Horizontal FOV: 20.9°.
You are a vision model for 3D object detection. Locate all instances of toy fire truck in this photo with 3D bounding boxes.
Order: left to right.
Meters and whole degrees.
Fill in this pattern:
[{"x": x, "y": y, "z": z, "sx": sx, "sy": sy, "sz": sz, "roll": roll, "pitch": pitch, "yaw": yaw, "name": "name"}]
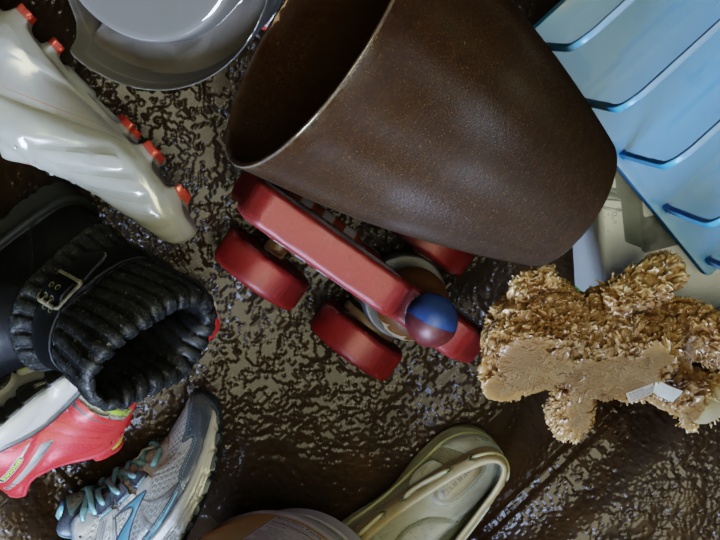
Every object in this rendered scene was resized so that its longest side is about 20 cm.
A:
[{"x": 0.000, "y": 0.000, "z": 1.264, "sx": 0.199, "sy": 0.168, "sz": 0.112, "roll": 36, "pitch": 94, "yaw": -13, "name": "toy fire truck"}]

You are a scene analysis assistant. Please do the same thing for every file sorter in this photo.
[{"x": 0.221, "y": -0.109, "z": 1.216, "sx": 0.139, "sy": 0.123, "sz": 0.200, "roll": -41, "pitch": 102, "yaw": -1, "name": "file sorter"}]

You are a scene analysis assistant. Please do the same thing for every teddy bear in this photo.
[{"x": 0.167, "y": 0.048, "z": 1.264, "sx": 0.198, "sy": 0.067, "sz": 0.146, "roll": -4, "pitch": 132, "yaw": -8, "name": "teddy bear"}]

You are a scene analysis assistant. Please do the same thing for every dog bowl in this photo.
[{"x": -0.124, "y": -0.217, "z": 1.213, "sx": 0.198, "sy": 0.059, "sz": 0.202, "roll": 9, "pitch": 111, "yaw": 25, "name": "dog bowl"}]

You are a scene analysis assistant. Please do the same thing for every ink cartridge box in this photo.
[{"x": 0.220, "y": -0.044, "z": 1.332, "sx": 0.145, "sy": 0.083, "sz": 0.202, "roll": -7, "pitch": 101, "yaw": -7, "name": "ink cartridge box"}]

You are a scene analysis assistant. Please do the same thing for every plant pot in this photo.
[{"x": 0.053, "y": -0.093, "z": 1.178, "sx": 0.199, "sy": 0.187, "sz": 0.188, "roll": 32, "pitch": 95, "yaw": -22, "name": "plant pot"}]

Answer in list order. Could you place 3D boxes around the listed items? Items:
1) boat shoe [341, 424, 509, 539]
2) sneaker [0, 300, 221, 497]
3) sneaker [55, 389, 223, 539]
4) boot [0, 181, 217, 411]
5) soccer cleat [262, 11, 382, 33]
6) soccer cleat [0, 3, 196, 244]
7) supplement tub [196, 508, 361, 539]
[{"x": 0.028, "y": 0.195, "z": 1.361, "sx": 0.201, "sy": 0.063, "sz": 0.073, "roll": -46, "pitch": 104, "yaw": 2, "name": "boat shoe"}, {"x": -0.175, "y": 0.081, "z": 1.314, "sx": 0.199, "sy": 0.077, "sz": 0.085, "roll": -32, "pitch": 123, "yaw": 3, "name": "sneaker"}, {"x": -0.159, "y": 0.166, "z": 1.322, "sx": 0.086, "sy": 0.078, "sz": 0.201, "roll": 27, "pitch": 95, "yaw": -7, "name": "sneaker"}, {"x": -0.207, "y": 0.051, "z": 1.233, "sx": 0.211, "sy": 0.158, "sz": 0.080, "roll": -45, "pitch": 146, "yaw": -7, "name": "boot"}, {"x": 0.004, "y": -0.173, "z": 1.272, "sx": 0.198, "sy": 0.085, "sz": 0.069, "roll": 13, "pitch": 99, "yaw": -11, "name": "soccer cleat"}, {"x": -0.188, "y": -0.083, "z": 1.263, "sx": 0.078, "sy": 0.069, "sz": 0.200, "roll": -43, "pitch": 89, "yaw": -2, "name": "soccer cleat"}, {"x": -0.073, "y": 0.239, "z": 1.263, "sx": 0.143, "sy": 0.200, "sz": 0.146, "roll": 3, "pitch": 99, "yaw": 20, "name": "supplement tub"}]
